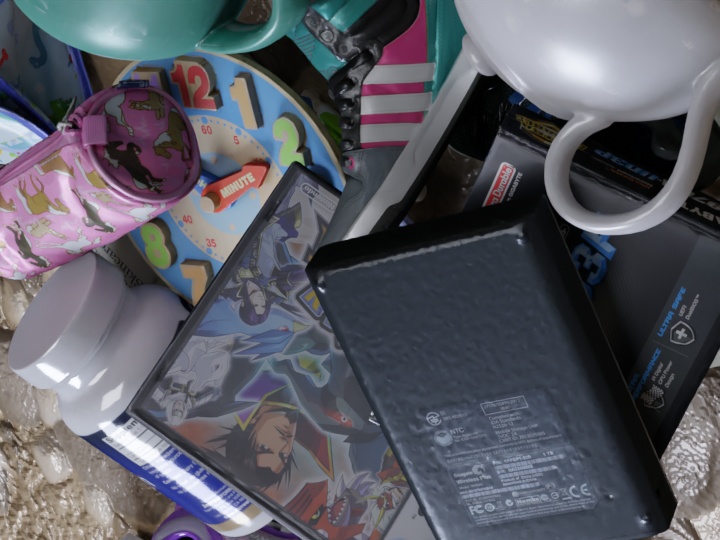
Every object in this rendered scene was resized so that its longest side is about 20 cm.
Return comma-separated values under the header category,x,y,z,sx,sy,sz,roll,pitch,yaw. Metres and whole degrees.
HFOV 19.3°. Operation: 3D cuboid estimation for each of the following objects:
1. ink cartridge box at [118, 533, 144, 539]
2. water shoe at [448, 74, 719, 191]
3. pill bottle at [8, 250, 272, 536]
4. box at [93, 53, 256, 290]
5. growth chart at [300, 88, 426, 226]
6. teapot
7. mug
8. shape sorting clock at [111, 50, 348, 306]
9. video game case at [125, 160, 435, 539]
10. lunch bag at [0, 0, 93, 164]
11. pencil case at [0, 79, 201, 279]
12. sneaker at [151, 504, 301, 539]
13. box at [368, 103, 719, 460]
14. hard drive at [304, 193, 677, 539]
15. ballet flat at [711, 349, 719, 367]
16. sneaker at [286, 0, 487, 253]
category,x,y,z,sx,sy,sz,roll,pitch,yaw
ink cartridge box,-0.123,0.307,1.596,0.199,0.084,0.145,20,126,33
water shoe,0.115,-0.081,1.211,0.199,0.079,0.072,7,116,37
pill bottle,-0.130,0.081,1.417,0.200,0.116,0.115,38,139,-23
box,-0.124,-0.060,1.425,0.082,0.068,0.200,44,132,10
growth chart,0.000,0.000,1.369,0.145,0.018,0.201,37,133,41
teapot,0.113,-0.146,1.092,0.146,0.200,0.197,-37,105,28
mug,-0.126,-0.180,1.193,0.115,0.151,0.186,106,151,-41
shape sorting clock,-0.086,-0.048,1.329,0.199,0.039,0.201,18,123,29
video game case,-0.008,0.066,1.253,0.199,0.026,0.181,35,92,4
lunch bag,-0.286,-0.140,1.489,0.169,0.128,0.201,-13,116,40
pencil case,-0.181,-0.053,1.330,0.200,0.083,0.087,-25,97,53
sneaker,-0.071,0.220,1.512,0.199,0.088,0.081,22,123,28
box,0.114,0.030,1.168,0.158,0.046,0.201,26,118,5
hard drive,0.071,0.063,1.139,0.139,0.033,0.201,-13,116,29
ballet flat,0.159,0.021,1.210,0.199,0.068,0.076,2,78,25
sneaker,-0.003,-0.102,1.210,0.120,0.084,0.201,30,86,4
